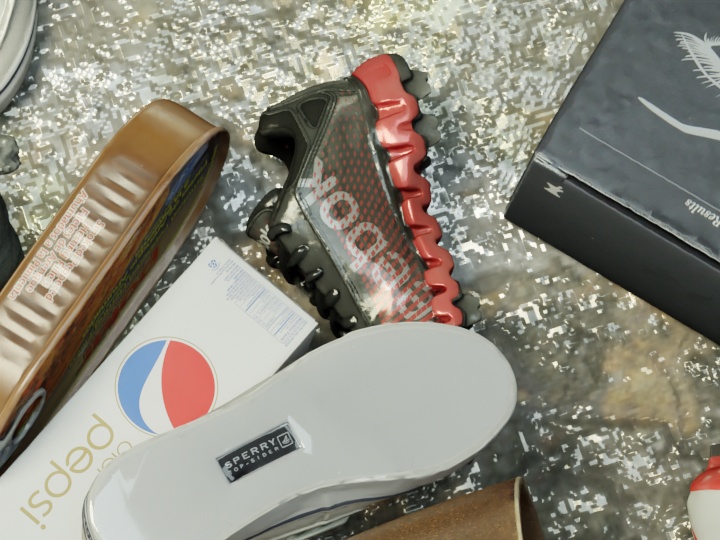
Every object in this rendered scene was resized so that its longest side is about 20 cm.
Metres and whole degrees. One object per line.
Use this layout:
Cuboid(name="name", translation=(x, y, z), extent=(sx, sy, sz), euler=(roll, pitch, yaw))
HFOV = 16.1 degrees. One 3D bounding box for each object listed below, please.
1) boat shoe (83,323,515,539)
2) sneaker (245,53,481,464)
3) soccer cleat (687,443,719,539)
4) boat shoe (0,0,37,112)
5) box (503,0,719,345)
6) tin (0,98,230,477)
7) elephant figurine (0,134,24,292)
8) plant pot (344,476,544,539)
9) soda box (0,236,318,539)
Cuboid(name="boat shoe", translation=(-0.028, 0.083, 1.097), extent=(0.200, 0.070, 0.071), euler=(-24, 78, -20))
Cuboid(name="sneaker", translation=(0.000, 0.000, 1.178), extent=(0.098, 0.071, 0.201), euler=(-11, 75, -8))
Cuboid(name="soccer cleat", translation=(0.251, 0.116, 1.178), extent=(0.200, 0.069, 0.085), euler=(-2, 84, -3))
Cuboid(name="boat shoe", translation=(-0.184, -0.172, 1.206), extent=(0.071, 0.070, 0.200), euler=(6, 74, -4))
Cuboid(name="box", translation=(0.181, -0.081, 1.199), extent=(0.148, 0.104, 0.200), euler=(32, 75, 3))
Cuboid(name="tin", translation=(-0.127, 0.011, 1.143), extent=(0.042, 0.112, 0.200), euler=(31, 74, 11))
Cuboid(name="elephant figurine", translation=(-0.240, 0.035, 1.102), extent=(0.141, 0.155, 0.200), euler=(23, 61, 25))
Cuboid(name="plant pot", translation=(-0.010, 0.200, 1.083), extent=(0.200, 0.187, 0.187), euler=(-12, 76, 7))
Cuboid(name="soda box", translation=(-0.107, 0.084, 1.146), extent=(0.064, 0.068, 0.200), euler=(40, 75, 5))
